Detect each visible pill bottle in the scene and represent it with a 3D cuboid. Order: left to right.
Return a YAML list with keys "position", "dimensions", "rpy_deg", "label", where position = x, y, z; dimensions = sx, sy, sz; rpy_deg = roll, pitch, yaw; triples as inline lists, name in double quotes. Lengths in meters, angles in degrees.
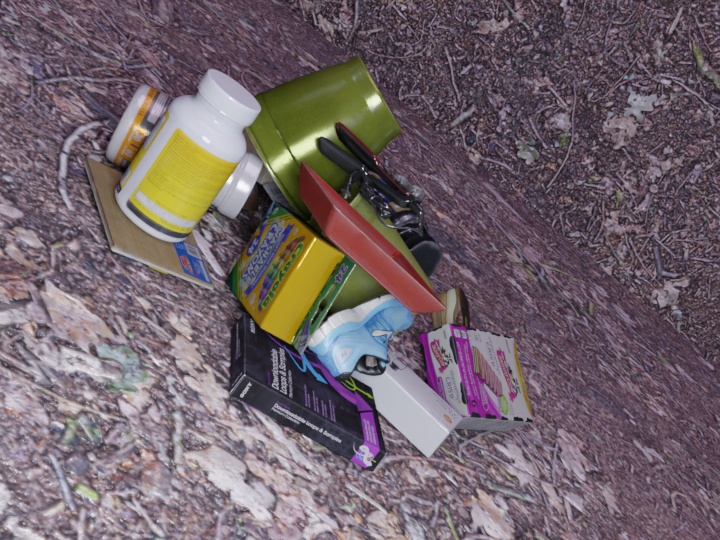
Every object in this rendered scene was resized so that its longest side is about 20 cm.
- position: [-0.242, -0.160, 1.400]
  dimensions: [0.198, 0.117, 0.117]
  rpy_deg: [28, 19, -13]
  label: "pill bottle"
- position: [-0.211, -0.143, 1.255]
  dimensions: [0.111, 0.201, 0.112]
  rpy_deg: [35, 18, -13]
  label: "pill bottle"
- position: [0.039, -0.066, 1.603]
  dimensions: [0.111, 0.113, 0.200]
  rpy_deg: [19, 22, -47]
  label: "pill bottle"

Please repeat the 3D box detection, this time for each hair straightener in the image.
- position: [0.009, -0.110, 1.351]
  dimensions: [0.200, 0.077, 0.041]
  rpy_deg: [47, -22, 15]
  label: "hair straightener"

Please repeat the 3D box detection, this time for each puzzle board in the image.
- position: [-0.272, -0.058, 1.284]
  dimensions: [0.149, 0.017, 0.201]
  rpy_deg: [26, 22, -39]
  label: "puzzle board"

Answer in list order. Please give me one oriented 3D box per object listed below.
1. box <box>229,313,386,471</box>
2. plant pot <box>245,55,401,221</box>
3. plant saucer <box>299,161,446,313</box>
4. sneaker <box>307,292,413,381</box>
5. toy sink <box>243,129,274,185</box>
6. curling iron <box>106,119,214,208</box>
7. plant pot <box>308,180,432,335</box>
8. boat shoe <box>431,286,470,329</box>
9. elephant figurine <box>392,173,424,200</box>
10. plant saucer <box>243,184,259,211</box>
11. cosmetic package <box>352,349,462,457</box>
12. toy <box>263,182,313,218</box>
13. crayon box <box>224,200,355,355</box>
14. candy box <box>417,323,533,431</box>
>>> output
- position: [-0.064, 0.141, 1.186]
  dimensions: [0.198, 0.036, 0.144]
  rpy_deg: [31, 19, -20]
  label: "box"
- position: [-0.049, -0.210, 1.482]
  dimensions: [0.202, 0.191, 0.201]
  rpy_deg: [58, 7, -11]
  label: "plant pot"
- position: [0.003, -0.035, 1.255]
  dimensions: [0.199, 0.037, 0.200]
  rpy_deg: [42, 7, -26]
  label: "plant saucer"
- position: [0.007, 0.092, 1.282]
  dimensions: [0.199, 0.078, 0.091]
  rpy_deg: [-19, 78, -53]
  label: "sneaker"
- position: [-0.106, -0.182, 1.703]
  dimensions: [0.198, 0.114, 0.130]
  rpy_deg: [23, 5, -43]
  label: "toy sink"
- position: [-0.285, -0.153, 1.473]
  dimensions: [0.198, 0.026, 0.050]
  rpy_deg: [34, 12, -17]
  label: "curling iron"
- position: [0.000, 0.000, 1.446]
  dimensions: [0.184, 0.200, 0.201]
  rpy_deg: [47, 16, -11]
  label: "plant pot"
- position: [0.134, 0.117, 1.598]
  dimensions: [0.202, 0.075, 0.072]
  rpy_deg: [-84, 150, -47]
  label: "boat shoe"
- position: [0.035, -0.057, 1.742]
  dimensions: [0.139, 0.156, 0.203]
  rpy_deg: [9, 59, 4]
  label: "elephant figurine"
- position: [-0.227, -0.167, 1.556]
  dimensions: [0.199, 0.037, 0.201]
  rpy_deg: [39, 9, -7]
  label: "plant saucer"
- position: [0.042, 0.153, 1.344]
  dimensions: [0.200, 0.051, 0.082]
  rpy_deg: [42, 19, 10]
  label: "cosmetic package"
- position: [-0.077, -0.050, 1.585]
  dimensions: [0.115, 0.047, 0.202]
  rpy_deg: [-19, 76, -56]
  label: "toy"
- position: [-0.091, 0.003, 1.238]
  dimensions: [0.051, 0.127, 0.200]
  rpy_deg: [30, 5, -30]
  label: "crayon box"
- position: [0.173, 0.161, 1.486]
  dimensions: [0.199, 0.060, 0.139]
  rpy_deg: [15, 59, -54]
  label: "candy box"
